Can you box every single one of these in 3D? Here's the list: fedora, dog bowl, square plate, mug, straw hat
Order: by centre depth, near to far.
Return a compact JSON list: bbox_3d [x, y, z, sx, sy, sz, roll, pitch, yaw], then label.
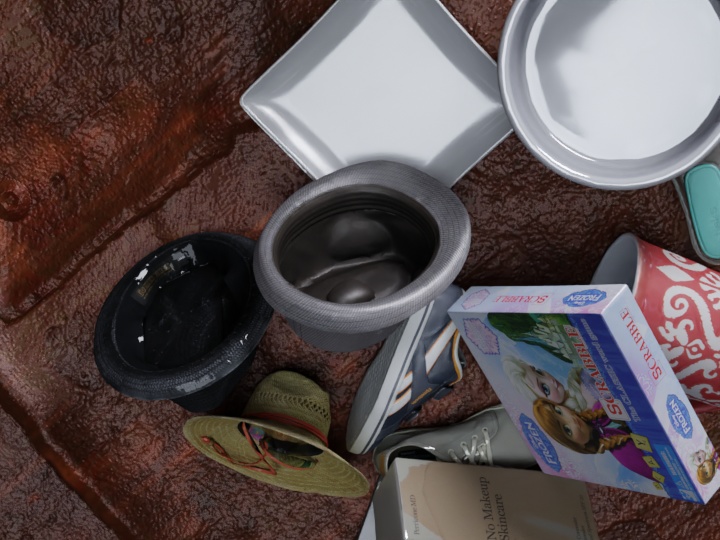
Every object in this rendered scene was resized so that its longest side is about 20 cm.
[{"bbox_3d":[0.218,-0.172,0.929,0.199,0.079,0.202,4,103,16],"label":"dog bowl"},{"bbox_3d":[0.000,0.000,0.993,0.176,0.200,0.091,29,143,24],"label":"fedora"},{"bbox_3d":[0.024,-0.154,1.030,0.200,0.028,0.198,-43,98,14],"label":"square plate"},{"bbox_3d":[0.311,0.065,1.038,0.199,0.178,0.134,18,70,-5],"label":"mug"},{"bbox_3d":[-0.150,0.059,1.042,0.199,0.201,0.092,-14,134,9],"label":"fedora"},{"bbox_3d":[-0.072,0.145,1.086,0.200,0.201,0.086,20,64,-1],"label":"straw hat"}]

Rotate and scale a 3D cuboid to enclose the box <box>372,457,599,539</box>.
[{"bbox_3d":[0.118,0.244,1.065,0.199,0.095,0.078,7,137,-16],"label":"box"}]

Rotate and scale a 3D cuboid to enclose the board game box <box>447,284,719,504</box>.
[{"bbox_3d":[0.192,0.104,0.974,0.041,0.199,0.201,-41,109,-26],"label":"board game box"}]

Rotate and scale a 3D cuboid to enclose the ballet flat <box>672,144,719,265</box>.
[{"bbox_3d":[0.305,-0.104,1.004,0.067,0.064,0.201,-12,100,24],"label":"ballet flat"}]

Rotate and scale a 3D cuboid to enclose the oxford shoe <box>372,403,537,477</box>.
[{"bbox_3d":[0.109,0.180,1.104,0.199,0.058,0.076,-11,103,7],"label":"oxford shoe"}]

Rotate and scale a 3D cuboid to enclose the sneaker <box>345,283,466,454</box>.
[{"bbox_3d":[0.052,0.102,1.075,0.079,0.079,0.201,19,115,-14],"label":"sneaker"}]

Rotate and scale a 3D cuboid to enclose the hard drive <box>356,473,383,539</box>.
[{"bbox_3d":[0.093,0.302,1.155,0.199,0.026,0.133,19,107,0],"label":"hard drive"}]
